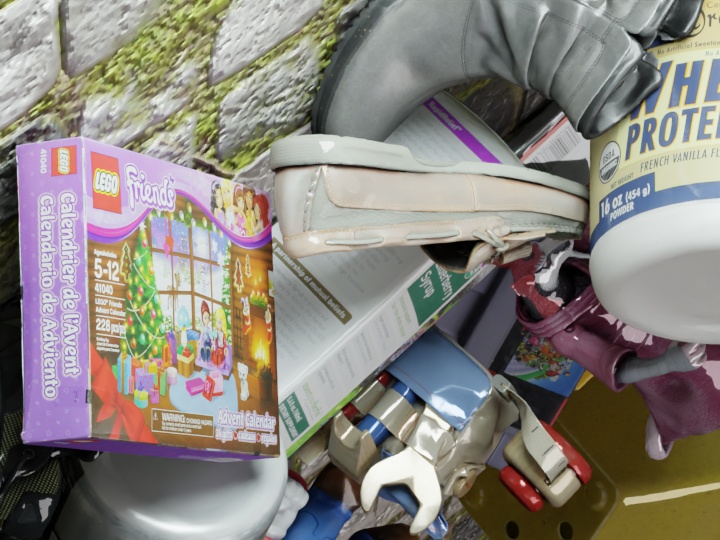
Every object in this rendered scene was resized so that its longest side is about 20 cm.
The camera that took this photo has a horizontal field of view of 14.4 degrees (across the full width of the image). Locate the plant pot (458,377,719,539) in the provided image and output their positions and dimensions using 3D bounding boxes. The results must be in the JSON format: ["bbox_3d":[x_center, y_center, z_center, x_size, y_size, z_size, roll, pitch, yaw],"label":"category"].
[{"bbox_3d":[0.186,0.145,2.038,0.199,0.194,0.196,-9,138,-44],"label":"plant pot"}]

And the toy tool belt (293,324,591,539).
[{"bbox_3d":[0.024,0.099,1.633,0.123,0.200,0.125,-46,149,-6],"label":"toy tool belt"}]

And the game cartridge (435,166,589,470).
[{"bbox_3d":[0.082,0.029,1.723,0.038,0.129,0.201,-77,-168,-55],"label":"game cartridge"}]

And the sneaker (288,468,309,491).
[{"bbox_3d":[-0.096,0.166,1.704,0.091,0.078,0.200,-60,165,27],"label":"sneaker"}]

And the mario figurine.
[{"bbox_3d":[-0.026,0.194,1.640,0.200,0.123,0.106,-52,161,-46],"label":"mario figurine"}]

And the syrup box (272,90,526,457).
[{"bbox_3d":[0.000,0.000,1.571,0.200,0.081,0.079,-41,159,-10],"label":"syrup box"}]

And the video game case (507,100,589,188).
[{"bbox_3d":[0.182,-0.040,1.758,0.143,0.017,0.200,-42,119,-10],"label":"video game case"}]

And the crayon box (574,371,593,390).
[{"bbox_3d":[0.154,0.013,1.847,0.200,0.051,0.127,-42,-171,-9],"label":"crayon box"}]

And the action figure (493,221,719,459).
[{"bbox_3d":[0.146,0.016,1.635,0.199,0.135,0.149,14,150,-32],"label":"action figure"}]

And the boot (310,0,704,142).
[{"bbox_3d":[0.074,-0.107,1.450,0.200,0.132,0.070,-51,159,13],"label":"boot"}]

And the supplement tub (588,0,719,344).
[{"bbox_3d":[0.191,-0.077,1.498,0.143,0.201,0.145,1,155,1],"label":"supplement tub"}]

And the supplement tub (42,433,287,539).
[{"bbox_3d":[-0.122,0.146,1.531,0.122,0.123,0.200,-30,159,-36],"label":"supplement tub"}]

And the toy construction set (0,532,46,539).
[{"bbox_3d":[-0.220,0.166,1.430,0.131,0.092,0.200,-36,158,-2],"label":"toy construction set"}]

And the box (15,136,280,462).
[{"bbox_3d":[-0.098,0.019,1.367,0.039,0.138,0.200,-6,172,23],"label":"box"}]

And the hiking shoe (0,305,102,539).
[{"bbox_3d":[-0.190,0.087,1.344,0.200,0.101,0.076,-28,152,-38],"label":"hiking shoe"}]

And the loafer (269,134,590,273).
[{"bbox_3d":[0.036,-0.025,1.468,0.199,0.063,0.072,9,169,-37],"label":"loafer"}]
